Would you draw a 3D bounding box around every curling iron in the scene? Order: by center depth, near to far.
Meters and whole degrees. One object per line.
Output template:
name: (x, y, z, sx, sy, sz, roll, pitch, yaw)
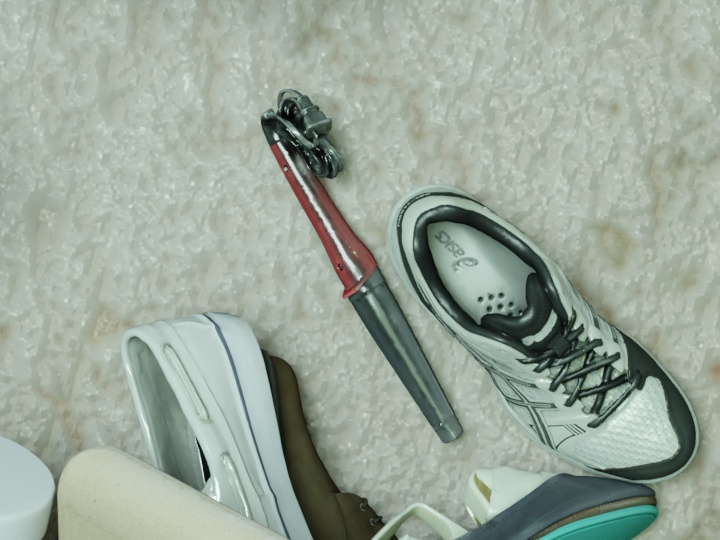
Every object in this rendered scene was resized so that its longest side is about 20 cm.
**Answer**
curling iron: (0.000, 0.000, 0.832, 0.026, 0.050, 0.200, -27, 95, -18)

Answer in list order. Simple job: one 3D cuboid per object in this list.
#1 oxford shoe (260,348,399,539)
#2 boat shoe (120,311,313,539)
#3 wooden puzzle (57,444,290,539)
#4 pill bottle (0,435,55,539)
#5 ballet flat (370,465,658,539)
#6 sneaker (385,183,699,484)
oxford shoe: (-0.023, 0.135, 0.833, 0.084, 0.073, 0.200, -10, 84, -27)
boat shoe: (-0.066, 0.115, 0.761, 0.066, 0.072, 0.200, -3, 74, -36)
wooden puzzle: (-0.053, 0.189, 0.711, 0.185, 0.046, 0.200, 23, 121, 27)
pill bottle: (-0.201, 0.175, 0.731, 0.112, 0.112, 0.200, 18, 108, 1)
ballet flat: (0.058, 0.135, 0.802, 0.200, 0.073, 0.073, -24, 91, -27)
sneaker: (0.088, 0.038, 0.809, 0.200, 0.088, 0.076, 41, 91, -1)
